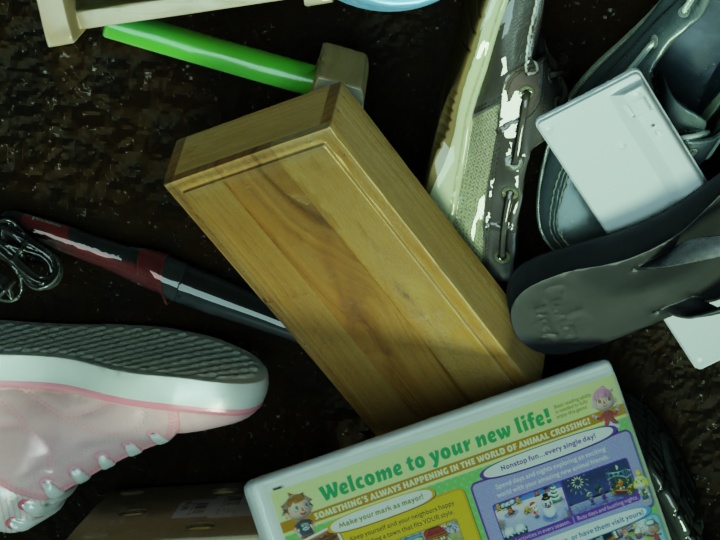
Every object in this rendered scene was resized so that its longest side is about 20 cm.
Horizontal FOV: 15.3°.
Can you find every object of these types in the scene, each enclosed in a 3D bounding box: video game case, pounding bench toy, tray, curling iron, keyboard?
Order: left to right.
[{"bbox_3d":[-0.107,0.012,1.396,0.200,0.026,0.050,15,72,-5],"label":"curling iron"},{"bbox_3d":[-0.087,-0.154,1.292,0.156,0.124,0.200,-9,107,8],"label":"pounding bench toy"},{"bbox_3d":[0.000,0.000,1.329,0.098,0.037,0.200,-18,128,29],"label":"tray"},{"bbox_3d":[0.063,0.159,1.306,0.200,0.022,0.182,-18,87,-19],"label":"video game case"},{"bbox_3d":[0.153,-0.022,1.330,0.056,0.011,0.200,-23,131,17],"label":"keyboard"}]

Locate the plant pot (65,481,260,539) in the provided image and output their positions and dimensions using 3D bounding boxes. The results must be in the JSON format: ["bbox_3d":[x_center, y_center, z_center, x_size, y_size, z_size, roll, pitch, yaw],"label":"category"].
[{"bbox_3d":[-0.071,0.208,1.382,0.200,0.200,0.177,-4,97,6],"label":"plant pot"}]

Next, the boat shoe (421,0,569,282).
[{"bbox_3d":[0.074,-0.086,1.333,0.065,0.073,0.200,13,118,-4],"label":"boat shoe"}]

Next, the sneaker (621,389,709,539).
[{"bbox_3d":[0.145,0.155,1.401,0.091,0.076,0.200,-21,103,16],"label":"sneaker"}]

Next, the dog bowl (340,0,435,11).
[{"bbox_3d":[0.042,-0.201,1.185,0.111,0.050,0.200,36,100,-13],"label":"dog bowl"}]

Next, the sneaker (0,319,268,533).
[{"bbox_3d":[-0.142,0.085,1.397,0.200,0.075,0.105,3,106,15],"label":"sneaker"}]

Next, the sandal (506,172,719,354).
[{"bbox_3d":[0.169,-0.002,1.312,0.200,0.043,0.076,-26,131,16],"label":"sandal"}]

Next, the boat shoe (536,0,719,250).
[{"bbox_3d":[0.150,-0.084,1.326,0.073,0.062,0.200,33,108,-6],"label":"boat shoe"}]
